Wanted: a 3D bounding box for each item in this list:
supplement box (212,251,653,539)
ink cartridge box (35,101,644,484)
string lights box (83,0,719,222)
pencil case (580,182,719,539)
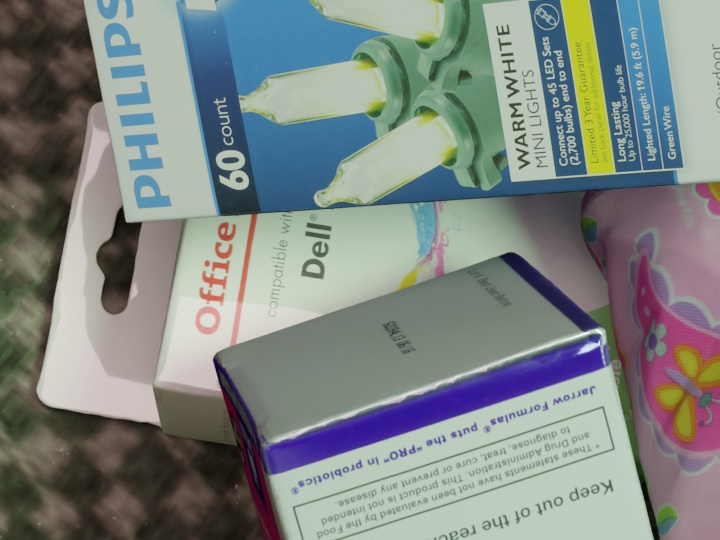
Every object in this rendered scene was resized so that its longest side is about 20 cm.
[{"bbox_3d":[0.036,0.112,0.804,0.103,0.101,0.200,-18,105,-7],"label":"supplement box"},{"bbox_3d":[0.000,0.000,0.892,0.199,0.067,0.117,8,74,0],"label":"ink cartridge box"},{"bbox_3d":[0.022,-0.074,0.785,0.200,0.059,0.103,-4,105,26],"label":"string lights box"},{"bbox_3d":[0.123,0.057,0.794,0.087,0.087,0.200,-11,65,-5],"label":"pencil case"}]
